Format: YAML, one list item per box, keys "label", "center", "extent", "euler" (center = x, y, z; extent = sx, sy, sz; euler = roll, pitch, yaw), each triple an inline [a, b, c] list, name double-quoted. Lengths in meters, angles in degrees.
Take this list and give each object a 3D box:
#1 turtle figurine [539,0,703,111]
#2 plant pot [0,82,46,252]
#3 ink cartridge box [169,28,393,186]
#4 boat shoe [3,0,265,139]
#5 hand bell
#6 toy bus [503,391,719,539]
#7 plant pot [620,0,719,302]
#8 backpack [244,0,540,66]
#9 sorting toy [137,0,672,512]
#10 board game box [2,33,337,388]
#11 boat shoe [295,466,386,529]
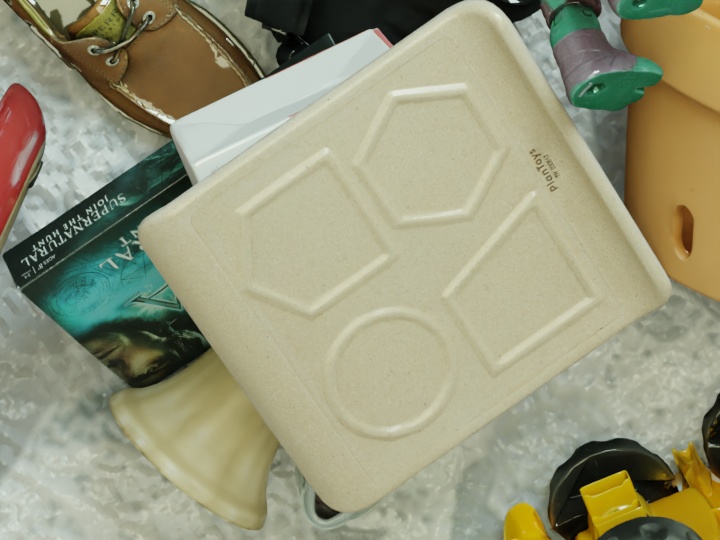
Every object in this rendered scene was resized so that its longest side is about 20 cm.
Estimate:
- label: "turtle figurine"
  center: [0.086, -0.180, 1.361]
  extent: [0.100, 0.150, 0.201]
  euler: [-19, 62, -10]
- label: "plant pot"
  center: [-0.268, -0.035, 1.483]
  extent: [0.182, 0.200, 0.201]
  euler: [25, 97, -5]
- label: "ink cartridge box"
  center: [0.000, 0.000, 1.443]
  extent: [0.116, 0.068, 0.201]
  euler: [-26, 115, -4]
- label: "boat shoe"
  center: [-0.132, -0.127, 1.528]
  extent: [0.200, 0.068, 0.072]
  euler: [36, 96, -3]
- label: "hand bell"
  center: [-0.027, 0.025, 1.521]
  extent: [0.104, 0.104, 0.200]
  euler: [40, 98, -2]
- label: "toy bus"
  center: [0.198, 0.175, 1.527]
  extent: [0.199, 0.136, 0.193]
  euler: [-24, 108, 3]
- label: "plant pot"
  center: [0.211, -0.065, 1.430]
  extent: [0.199, 0.200, 0.141]
  euler: [14, 113, 1]
- label: "backpack"
  center: [0.005, -0.216, 1.469]
  extent: [0.166, 0.127, 0.201]
  euler: [-16, 118, 11]
- label: "sorting toy"
  center: [0.022, -0.006, 1.395]
  extent: [0.199, 0.037, 0.186]
  euler: [-33, 113, 3]
- label: "board game box"
  center: [-0.066, -0.025, 1.511]
  extent: [0.199, 0.135, 0.028]
  euler: [-34, 54, 7]
- label: "boat shoe"
  center: [0.029, 0.045, 1.543]
  extent: [0.074, 0.065, 0.203]
  euler: [33, 97, -2]
